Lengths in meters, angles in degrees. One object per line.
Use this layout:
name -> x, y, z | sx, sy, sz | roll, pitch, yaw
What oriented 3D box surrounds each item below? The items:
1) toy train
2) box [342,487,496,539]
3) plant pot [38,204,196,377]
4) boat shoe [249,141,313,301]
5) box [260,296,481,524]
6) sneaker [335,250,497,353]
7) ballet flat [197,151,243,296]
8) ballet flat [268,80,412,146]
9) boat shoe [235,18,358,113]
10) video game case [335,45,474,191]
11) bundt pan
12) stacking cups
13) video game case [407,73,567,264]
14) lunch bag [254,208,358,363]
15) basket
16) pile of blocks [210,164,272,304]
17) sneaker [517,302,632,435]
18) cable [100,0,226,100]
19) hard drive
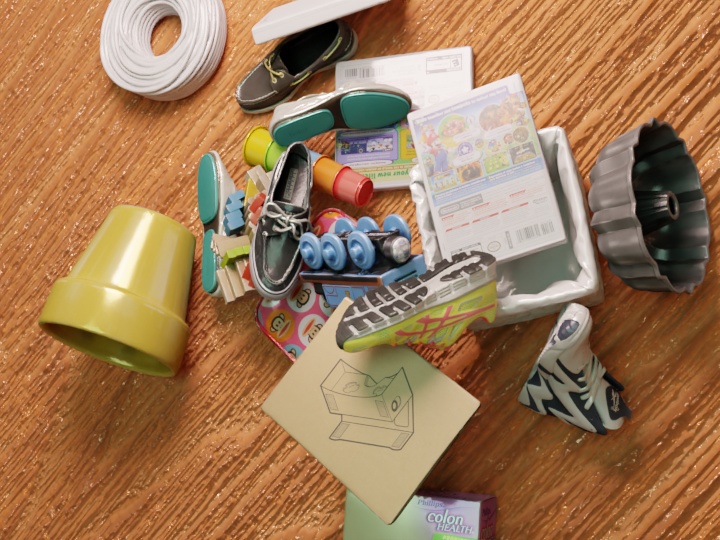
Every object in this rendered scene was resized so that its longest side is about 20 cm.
toy train -> 0.000, 0.000, 1.194 | 0.198, 0.086, 0.117 | 0, 110, 55
box -> 0.070, 0.373, 1.228 | 0.172, 0.096, 0.205 | 1, 83, 20
plant pot -> -0.316, 0.023, 1.378 | 0.197, 0.201, 0.192 | 11, 72, 21
boat shoe -> -0.094, -0.065, 1.269 | 0.072, 0.068, 0.203 | 16, 73, -7
box -> 0.009, 0.151, 1.107 | 0.199, 0.021, 0.164 | 38, 87, 21
sneaker -> 0.069, 0.056, 1.087 | 0.197, 0.078, 0.092 | -21, 114, -10
ballet flat -> -0.191, -0.063, 1.400 | 0.068, 0.069, 0.205 | -7, 80, 19
ballet flat -> -0.030, -0.221, 1.341 | 0.196, 0.069, 0.071 | -14, 77, 4
boat shoe -> -0.100, -0.292, 1.404 | 0.199, 0.060, 0.073 | -30, 74, 13
video game case -> 0.059, -0.202, 1.355 | 0.196, 0.022, 0.186 | -3, 81, 19
bundt pan -> 0.329, -0.068, 1.156 | 0.075, 0.200, 0.207 | -13, 77, 42
stacking cups -> -0.073, -0.139, 1.355 | 0.198, 0.060, 0.061 | 26, 91, 32
video game case -> 0.143, -0.108, 1.144 | 0.141, 0.018, 0.204 | -17, 76, 16
lunch bag -> -0.048, 0.025, 1.329 | 0.176, 0.082, 0.201 | 40, 97, 21
basket -> 0.183, -0.042, 1.212 | 0.194, 0.160, 0.204 | -13, 79, 17
pile of blocks -> -0.152, -0.058, 1.321 | 0.080, 0.062, 0.204 | 10, 64, -16
sneaker -> 0.267, 0.124, 1.158 | 0.128, 0.201, 0.080 | 27, 51, 10
cable -> -0.293, -0.353, 1.481 | 0.196, 0.069, 0.204 | -13, 79, 19
hard drive -> -0.041, -0.364, 1.363 | 0.196, 0.132, 0.027 | -15, 113, 18
